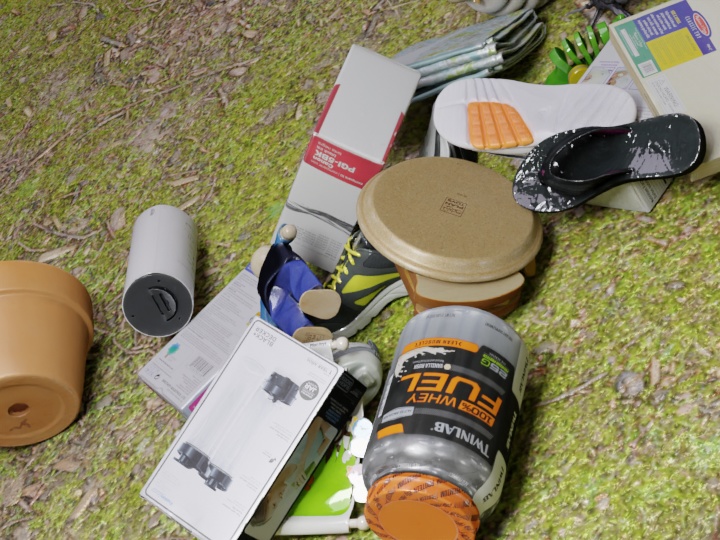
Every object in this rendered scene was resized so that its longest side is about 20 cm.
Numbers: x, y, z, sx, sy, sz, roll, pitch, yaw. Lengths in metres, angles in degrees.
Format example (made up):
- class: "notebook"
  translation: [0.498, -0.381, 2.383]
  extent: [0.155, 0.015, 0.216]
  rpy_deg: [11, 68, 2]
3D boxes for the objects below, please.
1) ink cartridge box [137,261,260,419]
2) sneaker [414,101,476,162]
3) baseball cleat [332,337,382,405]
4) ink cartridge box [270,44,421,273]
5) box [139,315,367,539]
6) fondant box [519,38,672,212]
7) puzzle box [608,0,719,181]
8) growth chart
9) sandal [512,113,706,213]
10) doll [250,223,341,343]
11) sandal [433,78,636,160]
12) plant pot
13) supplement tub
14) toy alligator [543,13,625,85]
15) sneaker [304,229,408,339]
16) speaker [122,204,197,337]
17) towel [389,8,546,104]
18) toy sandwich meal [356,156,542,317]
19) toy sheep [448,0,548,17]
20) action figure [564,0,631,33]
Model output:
- class: "ink cartridge box"
  translation: [-0.140, 0.072, 1.724]
  extent: [0.200, 0.042, 0.119]
  rpy_deg: [-47, 34, -10]
- class: "sneaker"
  translation: [0.061, -0.109, 1.724]
  extent: [0.115, 0.076, 0.201]
  rpy_deg: [-19, 40, 22]
- class: "baseball cleat"
  translation: [-0.063, 0.137, 1.568]
  extent: [0.200, 0.070, 0.106]
  rpy_deg: [-29, 18, 9]
- class: "ink cartridge box"
  translation: [-0.018, -0.117, 1.699]
  extent: [0.200, 0.083, 0.147]
  rpy_deg: [116, 177, -51]
- class: "box"
  translation: [-0.099, 0.157, 1.459]
  extent: [0.116, 0.060, 0.200]
  rpy_deg: [28, 81, 30]
- class: "fondant box"
  translation: [0.275, -0.155, 1.601]
  extent: [0.144, 0.058, 0.200]
  rpy_deg: [11, 56, 49]
- class: "puzzle box"
  translation: [0.338, -0.187, 1.526]
  extent: [0.133, 0.025, 0.200]
  rpy_deg: [-21, 55, 0]
- class: "growth chart"
  translation: [-0.052, 0.156, 1.485]
  extent: [0.144, 0.018, 0.201]
  rpy_deg: [-14, 64, 18]
- class: "sandal"
  translation: [0.224, -0.108, 1.491]
  extent: [0.200, 0.048, 0.076]
  rpy_deg: [-16, 73, 33]
- class: "doll"
  translation: [-0.077, 0.022, 1.622]
  extent: [0.200, 0.048, 0.137]
  rpy_deg: [-132, 52, -62]
- class: "sandal"
  translation: [0.175, -0.145, 1.587]
  extent: [0.206, 0.059, 0.079]
  rpy_deg: [4, 69, 19]
- class: "plant pot"
  translation: [-0.394, 0.105, 1.799]
  extent: [0.200, 0.200, 0.140]
  rpy_deg: [-29, 51, 12]
- class: "supplement tub"
  translation: [0.072, 0.139, 1.374]
  extent: [0.122, 0.123, 0.200]
  rpy_deg: [-14, 40, 31]
- class: "toy alligator"
  translation: [0.274, -0.251, 1.719]
  extent: [0.200, 0.054, 0.059]
  rpy_deg: [-27, 35, 15]
- class: "sneaker"
  translation: [0.000, 0.000, 1.641]
  extent: [0.200, 0.085, 0.075]
  rpy_deg: [-32, 33, 8]
- class: "speaker"
  translation: [-0.229, -0.002, 1.827]
  extent: [0.081, 0.081, 0.200]
  rpy_deg: [-31, 24, 10]
- class: "towel"
  translation: [0.102, -0.240, 1.828]
  extent: [0.200, 0.048, 0.171]
  rpy_deg: [-13, 16, 31]
- class: "toy sandwich meal"
  translation: [0.088, -0.032, 1.554]
  extent: [0.204, 0.070, 0.205]
  rpy_deg: [6, 40, -5]
- class: "toy sheep"
  translation: [0.178, -0.365, 1.883]
  extent: [0.200, 0.138, 0.138]
  rpy_deg: [-25, 26, -28]
- class: "action figure"
  translation: [0.310, -0.359, 1.777]
  extent: [0.119, 0.102, 0.200]
  rpy_deg: [52, 131, 30]
